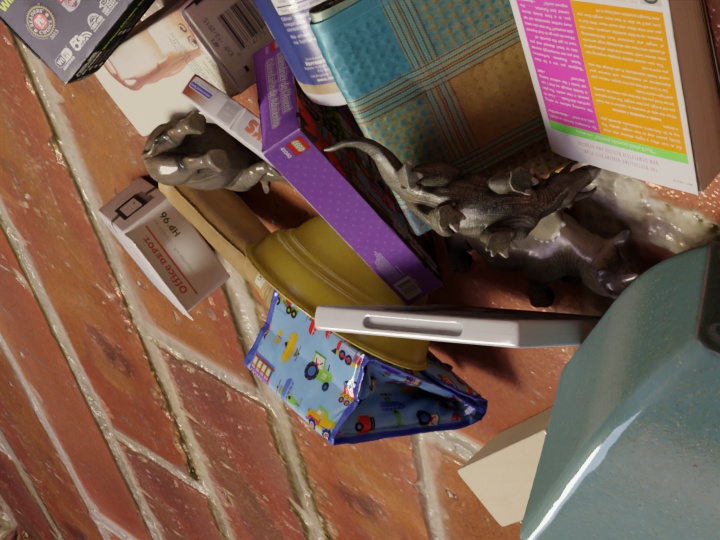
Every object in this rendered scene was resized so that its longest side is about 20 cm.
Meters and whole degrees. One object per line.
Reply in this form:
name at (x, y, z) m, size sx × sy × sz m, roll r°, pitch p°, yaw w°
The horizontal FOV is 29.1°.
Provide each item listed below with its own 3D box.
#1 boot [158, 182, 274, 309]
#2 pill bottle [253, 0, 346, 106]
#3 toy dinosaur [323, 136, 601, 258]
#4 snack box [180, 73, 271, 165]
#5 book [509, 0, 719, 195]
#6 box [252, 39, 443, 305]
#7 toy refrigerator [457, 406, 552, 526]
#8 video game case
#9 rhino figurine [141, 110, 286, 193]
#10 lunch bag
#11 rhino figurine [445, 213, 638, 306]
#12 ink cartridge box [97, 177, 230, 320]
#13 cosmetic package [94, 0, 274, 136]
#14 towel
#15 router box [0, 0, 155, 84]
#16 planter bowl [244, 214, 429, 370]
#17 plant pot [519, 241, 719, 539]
boot at (-0.097, -0.021, 1.426) m, size 0.200 × 0.066 × 0.175 m, roll 44°, pitch -176°, yaw 31°
pill bottle at (-0.033, -0.229, 0.996) m, size 0.111 × 0.111 × 0.200 m, roll 9°, pitch 137°, yaw 48°
toy dinosaur at (0.072, -0.049, 0.983) m, size 0.199 × 0.077 × 0.102 m, roll 4°, pitch 180°, yaw 2°
snack box at (-0.064, -0.095, 1.148) m, size 0.072 × 0.024 × 0.200 m, roll 36°, pitch 180°, yaw 39°
book at (0.161, -0.154, 0.909) m, size 0.133 × 0.048 × 0.200 m, roll 17°, pitch 141°, yaw 41°
box at (-0.010, -0.081, 1.115) m, size 0.200 × 0.039 × 0.137 m, roll 46°, pitch -159°, yaw -37°
toy refrigerator at (0.177, 0.184, 1.343) m, size 0.076 × 0.070 × 0.200 m, roll 50°, pitch 152°, yaw 2°
video game case at (0.093, 0.043, 1.121) m, size 0.182 × 0.200 × 0.024 m, roll 3°, pitch 90°, yaw 33°
rhino figurine at (-0.111, -0.101, 1.250) m, size 0.087 × 0.200 × 0.060 m, roll -13°, pitch 79°, yaw 38°
lunch bag at (0.018, 0.096, 1.320) m, size 0.200 × 0.094 × 0.150 m, roll 11°, pitch -161°, yaw -44°
rhino figurine at (0.147, -0.015, 1.094) m, size 0.200 × 0.060 × 0.088 m, roll 21°, pitch 149°, yaw 35°
ink cartridge box at (-0.212, -0.026, 1.511) m, size 0.116 × 0.068 × 0.200 m, roll 54°, pitch 171°, yaw -21°
cosmetic package at (-0.142, -0.194, 1.205) m, size 0.087 × 0.103 × 0.200 m, roll 53°, pitch 150°, yaw -16°
towel at (0.065, -0.132, 0.991) m, size 0.022 × 0.146 × 0.200 m, roll -106°, pitch -11°, yaw -56°
router box at (-0.227, -0.276, 1.134) m, size 0.150 × 0.062 × 0.200 m, roll 45°, pitch 115°, yaw -1°
planter bowl at (0.000, 0.000, 1.264) m, size 0.200 × 0.084 × 0.200 m, roll 32°, pitch -169°, yaw -7°
plant pot at (0.249, 0.100, 0.961) m, size 0.196 × 0.196 × 0.200 m, roll 22°, pitch 132°, yaw 2°
